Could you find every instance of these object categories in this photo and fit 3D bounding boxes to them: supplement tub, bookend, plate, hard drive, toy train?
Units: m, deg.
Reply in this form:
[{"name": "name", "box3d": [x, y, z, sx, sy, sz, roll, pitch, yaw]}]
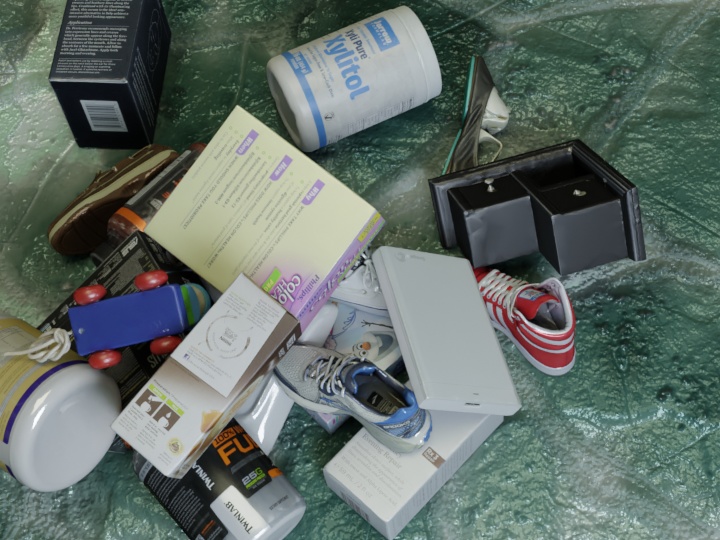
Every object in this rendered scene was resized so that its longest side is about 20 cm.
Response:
[{"name": "supplement tub", "box3d": [-0.164, 0.224, 1.399, 0.122, 0.123, 0.200, -40, 77, -17]}, {"name": "supplement tub", "box3d": [-0.374, 0.135, 1.393, 0.199, 0.146, 0.146, 26, 65, 31]}, {"name": "supplement tub", "box3d": [-0.010, -0.248, 1.664, 0.199, 0.132, 0.132, -25, 62, -9]}, {"name": "bookend", "box3d": [0.203, -0.062, 1.509, 0.199, 0.093, 0.199, -15, 24, -4]}, {"name": "plate", "box3d": [-0.153, 0.091, 1.502, 0.199, 0.032, 0.201, 24, 83, 22]}, {"name": "hard drive", "box3d": [0.095, 0.066, 1.431, 0.131, 0.026, 0.201, 9, 49, -33]}, {"name": "supplement tub", "box3d": [-0.239, -0.059, 1.592, 0.107, 0.107, 0.200, 37, 70, 22]}, {"name": "toy train", "box3d": [-0.262, 0.055, 1.351, 0.199, 0.116, 0.085, -13, 91, 15]}]

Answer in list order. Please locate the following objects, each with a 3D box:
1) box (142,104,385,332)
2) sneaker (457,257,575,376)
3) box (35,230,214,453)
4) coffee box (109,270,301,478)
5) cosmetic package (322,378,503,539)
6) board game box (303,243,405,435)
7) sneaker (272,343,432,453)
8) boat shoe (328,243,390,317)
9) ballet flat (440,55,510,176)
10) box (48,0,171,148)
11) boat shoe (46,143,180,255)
[{"name": "box", "box3d": [-0.104, -0.050, 1.433, 0.200, 0.097, 0.176, 37, 90, 10]}, {"name": "sneaker", "box3d": [0.175, 0.031, 1.503, 0.200, 0.113, 0.071, 39, 70, 23]}, {"name": "box", "box3d": [-0.265, 0.083, 1.478, 0.200, 0.086, 0.164, -43, 62, 14]}, {"name": "coffee box", "box3d": [-0.152, 0.109, 1.302, 0.080, 0.114, 0.200, 39, 82, 5]}, {"name": "cosmetic package", "box3d": [0.063, 0.194, 1.445, 0.102, 0.074, 0.200, 37, 71, 21]}, {"name": "board game box", "box3d": [-0.033, 0.061, 1.543, 0.199, 0.043, 0.200, -40, 66, -17]}, {"name": "sneaker", "box3d": [-0.011, 0.121, 1.406, 0.199, 0.085, 0.077, 22, 64, 20]}, {"name": "boat shoe", "box3d": [0.000, -0.004, 1.501, 0.201, 0.086, 0.075, 12, 63, 10]}, {"name": "ballet flat", "box3d": [0.153, -0.180, 1.656, 0.068, 0.068, 0.201, 15, 73, 1]}, {"name": "box", "box3d": [-0.327, -0.286, 1.700, 0.106, 0.149, 0.201, 2, 61, 5]}, {"name": "boat shoe", "box3d": [-0.319, -0.094, 1.645, 0.202, 0.075, 0.075, -34, 50, -20]}]
